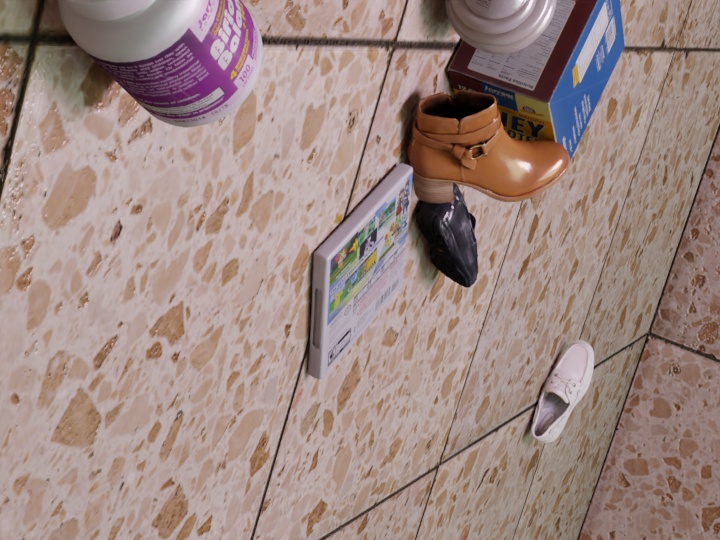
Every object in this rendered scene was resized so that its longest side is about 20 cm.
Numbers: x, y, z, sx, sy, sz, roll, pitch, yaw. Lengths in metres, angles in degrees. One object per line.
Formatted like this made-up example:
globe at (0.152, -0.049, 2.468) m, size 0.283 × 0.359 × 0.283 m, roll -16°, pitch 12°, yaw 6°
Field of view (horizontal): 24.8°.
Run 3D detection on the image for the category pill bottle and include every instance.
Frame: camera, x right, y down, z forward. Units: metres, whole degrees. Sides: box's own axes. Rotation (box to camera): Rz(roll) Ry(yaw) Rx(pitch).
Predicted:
pill bottle at (-0.150, -0.188, 1.178) m, size 0.113 × 0.112 × 0.200 m, roll -65°, pitch 160°, yaw -8°

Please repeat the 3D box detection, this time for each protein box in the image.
protein box at (0.222, -0.263, 2.017) m, size 0.201 × 0.134 × 0.199 m, roll -63°, pitch 160°, yaw -15°

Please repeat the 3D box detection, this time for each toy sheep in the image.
toy sheep at (0.156, -0.308, 1.816) m, size 0.139 × 0.137 × 0.200 m, roll -68°, pitch 164°, yaw -1°

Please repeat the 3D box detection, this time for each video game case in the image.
video game case at (0.000, 0.000, 1.883) m, size 0.200 × 0.022 × 0.183 m, roll -47°, pitch 151°, yaw -43°

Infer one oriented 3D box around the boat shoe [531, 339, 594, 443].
boat shoe at (0.366, 0.220, 2.966) m, size 0.201 × 0.070 × 0.069 m, roll -68°, pitch 162°, yaw 1°

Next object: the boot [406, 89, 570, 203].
boot at (0.152, -0.155, 1.907) m, size 0.156 × 0.199 × 0.077 m, roll 88°, pitch -4°, yaw -53°

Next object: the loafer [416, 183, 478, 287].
loafer at (0.123, -0.042, 2.083) m, size 0.071 × 0.068 × 0.201 m, roll -53°, pitch 153°, yaw -15°
